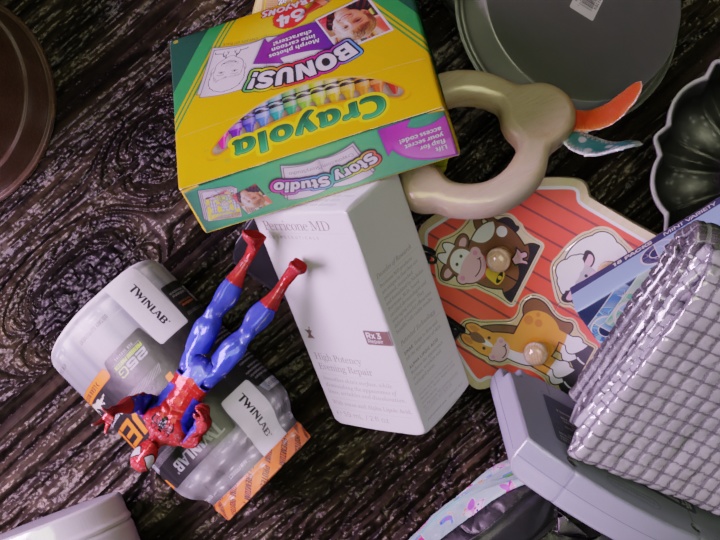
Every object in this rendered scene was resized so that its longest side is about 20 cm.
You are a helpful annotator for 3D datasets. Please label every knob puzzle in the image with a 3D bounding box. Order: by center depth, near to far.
[{"bbox_3d":[0.132,0.014,1.062,0.219,0.030,0.221,4,102,21],"label":"knob puzzle"}]

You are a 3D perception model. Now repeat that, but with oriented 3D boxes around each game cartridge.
[{"bbox_3d":[0.192,0.157,1.008,0.200,0.133,0.041,29,108,-15],"label":"game cartridge"}]

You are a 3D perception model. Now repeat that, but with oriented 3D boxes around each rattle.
[{"bbox_3d":[0.119,-0.084,1.041,0.199,0.143,0.130,-14,50,-9],"label":"rattle"}]

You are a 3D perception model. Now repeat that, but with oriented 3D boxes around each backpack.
[{"bbox_3d":[0.110,0.238,1.040,0.200,0.127,0.167,-42,100,3],"label":"backpack"}]

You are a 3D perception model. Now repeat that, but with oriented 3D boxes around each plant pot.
[{"bbox_3d":[-0.369,-0.150,1.044,0.199,0.198,0.201,0,88,3],"label":"plant pot"}]

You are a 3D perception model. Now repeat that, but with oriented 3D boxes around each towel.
[{"bbox_3d":[0.262,0.073,0.952,0.165,0.086,0.200,21,120,-15],"label":"towel"}]

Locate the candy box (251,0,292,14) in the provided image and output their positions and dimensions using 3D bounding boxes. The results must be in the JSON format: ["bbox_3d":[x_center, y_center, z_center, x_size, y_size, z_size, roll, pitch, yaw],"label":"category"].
[{"bbox_3d":[-0.046,-0.152,1.095,0.115,0.055,0.201,15,91,4],"label":"candy box"}]

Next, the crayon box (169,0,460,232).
[{"bbox_3d":[-0.040,-0.133,0.988,0.199,0.058,0.173,-17,47,7],"label":"crayon box"}]

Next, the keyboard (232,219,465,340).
[{"bbox_3d":[0.000,0.000,1.072,0.200,0.021,0.127,34,122,-6],"label":"keyboard"}]

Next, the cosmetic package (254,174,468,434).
[{"bbox_3d":[0.003,0.024,1.014,0.101,0.074,0.200,1,123,41],"label":"cosmetic package"}]

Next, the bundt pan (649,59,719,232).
[{"bbox_3d":[0.330,-0.076,1.059,0.201,0.076,0.203,0,88,3],"label":"bundt pan"}]

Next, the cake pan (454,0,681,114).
[{"bbox_3d":[0.177,-0.219,1.064,0.199,0.037,0.201,1,84,-14],"label":"cake pan"}]

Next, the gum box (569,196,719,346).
[{"bbox_3d":[0.288,0.051,1.011,0.170,0.045,0.200,-32,110,16],"label":"gum box"}]

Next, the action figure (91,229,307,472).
[{"bbox_3d":[-0.121,0.069,0.948,0.065,0.099,0.200,33,101,6],"label":"action figure"}]

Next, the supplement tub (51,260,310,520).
[{"bbox_3d":[-0.143,0.099,1.061,0.200,0.123,0.123,44,91,4],"label":"supplement tub"}]

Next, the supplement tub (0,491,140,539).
[{"bbox_3d":[-0.222,0.296,1.057,0.132,0.132,0.201,-21,87,3],"label":"supplement tub"}]

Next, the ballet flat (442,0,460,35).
[{"bbox_3d":[0.101,-0.232,1.086,0.066,0.057,0.200,-36,87,-2],"label":"ballet flat"}]
